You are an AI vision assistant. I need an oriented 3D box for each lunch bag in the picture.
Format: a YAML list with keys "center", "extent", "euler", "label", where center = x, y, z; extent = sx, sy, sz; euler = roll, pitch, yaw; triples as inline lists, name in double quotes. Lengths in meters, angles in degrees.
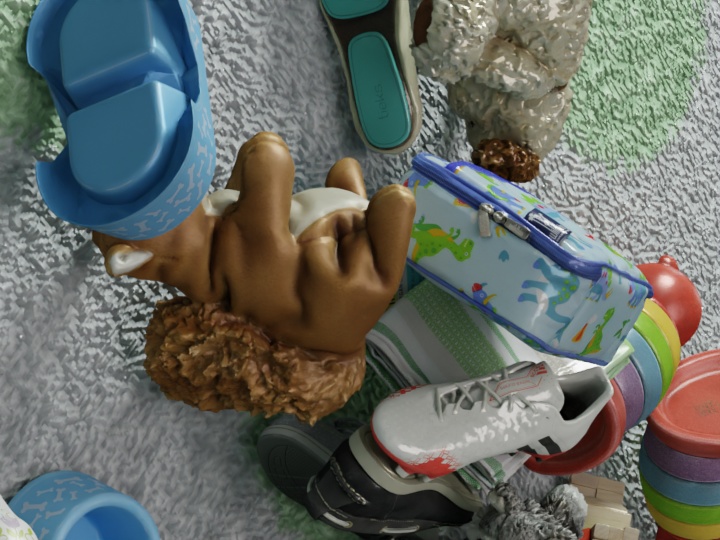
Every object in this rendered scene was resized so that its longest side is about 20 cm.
- center: [0.105, -0.010, 1.412]
  extent: [0.082, 0.161, 0.200]
  euler: [-59, 155, 7]
  label: "lunch bag"

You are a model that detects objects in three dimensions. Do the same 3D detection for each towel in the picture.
- center: [0.104, 0.056, 1.508]
  extent: [0.149, 0.031, 0.200]
  euler: [51, 50, 3]
  label: "towel"

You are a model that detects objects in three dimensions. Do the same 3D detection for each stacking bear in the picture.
- center: [0.294, 0.185, 1.756]
  extent: [0.114, 0.121, 0.200]
  euler: [-11, 128, -9]
  label: "stacking bear"
- center: [0.208, 0.063, 1.674]
  extent: [0.200, 0.114, 0.121]
  euler: [-41, 119, -43]
  label: "stacking bear"

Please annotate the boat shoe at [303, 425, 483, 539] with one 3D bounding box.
- center: [0.026, 0.154, 1.430]
  extent: [0.068, 0.072, 0.200]
  euler: [-47, 154, 11]
  label: "boat shoe"

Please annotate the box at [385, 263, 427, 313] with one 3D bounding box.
- center: [0.000, 0.000, 1.502]
  extent: [0.200, 0.049, 0.082]
  euler: [-8, 97, -46]
  label: "box"

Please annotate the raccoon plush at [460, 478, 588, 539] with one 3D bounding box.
- center: [0.121, 0.175, 1.464]
  extent: [0.200, 0.097, 0.134]
  euler: [-65, 175, -51]
  label: "raccoon plush"

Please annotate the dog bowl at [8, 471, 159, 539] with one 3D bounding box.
- center: [-0.182, 0.230, 1.307]
  extent: [0.111, 0.050, 0.200]
  euler: [14, 82, -46]
  label: "dog bowl"

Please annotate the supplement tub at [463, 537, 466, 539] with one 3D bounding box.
- center: [0.073, 0.276, 1.532]
  extent: [0.200, 0.123, 0.123]
  euler: [-26, 109, -42]
  label: "supplement tub"

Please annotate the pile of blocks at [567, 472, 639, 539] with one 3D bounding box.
- center: [0.178, 0.217, 1.646]
  extent: [0.200, 0.062, 0.082]
  euler: [-69, 172, -80]
  label: "pile of blocks"

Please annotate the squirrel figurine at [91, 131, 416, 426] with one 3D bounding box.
- center: [-0.084, 0.008, 1.334]
  extent: [0.187, 0.142, 0.200]
  euler: [5, 107, -18]
  label: "squirrel figurine"

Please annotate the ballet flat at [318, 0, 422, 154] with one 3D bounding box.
- center: [0.009, -0.185, 1.507]
  extent: [0.069, 0.069, 0.200]
  euler: [-21, 108, -44]
  label: "ballet flat"

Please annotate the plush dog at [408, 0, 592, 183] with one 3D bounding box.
- center: [0.117, -0.157, 1.523]
  extent: [0.200, 0.160, 0.172]
  euler: [-83, 176, -56]
  label: "plush dog"

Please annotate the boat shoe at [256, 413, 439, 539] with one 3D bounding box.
- center: [-0.003, 0.145, 1.490]
  extent: [0.202, 0.074, 0.065]
  euler: [38, 58, -44]
  label: "boat shoe"

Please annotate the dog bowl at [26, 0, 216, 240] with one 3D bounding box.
- center: [-0.146, -0.107, 1.282]
  extent: [0.050, 0.111, 0.200]
  euler: [41, 33, -55]
  label: "dog bowl"

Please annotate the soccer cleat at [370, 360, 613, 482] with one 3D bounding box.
- center: [0.089, 0.094, 1.383]
  extent: [0.200, 0.085, 0.069]
  euler: [3, 52, -44]
  label: "soccer cleat"

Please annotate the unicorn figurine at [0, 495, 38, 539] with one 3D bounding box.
- center: [-0.238, 0.151, 1.214]
  extent: [0.074, 0.200, 0.137]
  euler: [-3, 120, -51]
  label: "unicorn figurine"
